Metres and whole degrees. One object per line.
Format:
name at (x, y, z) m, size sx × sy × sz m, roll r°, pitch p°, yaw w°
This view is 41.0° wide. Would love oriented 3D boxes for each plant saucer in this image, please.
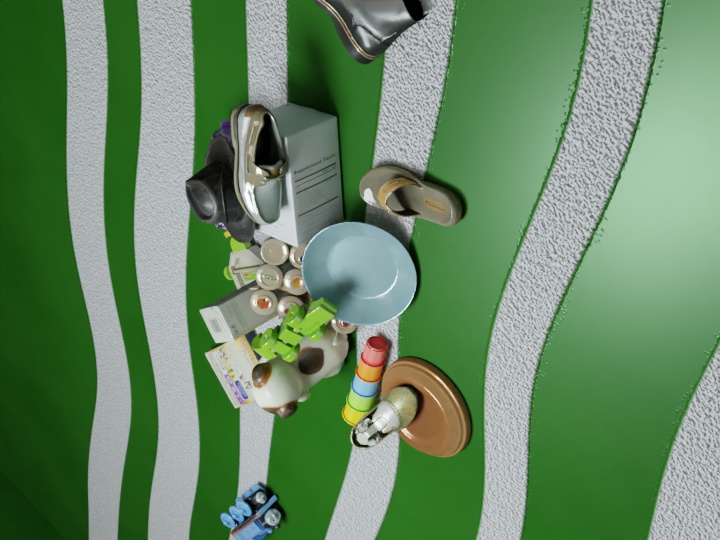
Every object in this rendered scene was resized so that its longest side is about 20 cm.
plant saucer at (0.000, 0.000, 1.645) m, size 0.200 × 0.039 × 0.202 m, roll 6°, pitch 119°, yaw 10°
plant saucer at (0.109, 0.253, 1.735) m, size 0.200 × 0.037 × 0.201 m, roll 26°, pitch 131°, yaw 34°

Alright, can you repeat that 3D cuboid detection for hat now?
hat at (-0.257, -0.133, 1.681) m, size 0.201 × 0.081 × 0.201 m, roll 43°, pitch 141°, yaw 47°

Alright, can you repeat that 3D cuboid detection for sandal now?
sandal at (0.070, -0.113, 1.523) m, size 0.200 × 0.054 × 0.081 m, roll 23°, pitch 129°, yaw 37°

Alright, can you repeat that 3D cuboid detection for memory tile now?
memory tile at (-0.088, 0.027, 1.698) m, size 0.199 × 0.017 × 0.154 m, roll 13°, pitch 110°, yaw -5°

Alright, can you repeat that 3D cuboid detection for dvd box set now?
dvd box set at (-0.257, 0.218, 2.113) m, size 0.200 × 0.029 × 0.147 m, roll -29°, pitch 91°, yaw 53°

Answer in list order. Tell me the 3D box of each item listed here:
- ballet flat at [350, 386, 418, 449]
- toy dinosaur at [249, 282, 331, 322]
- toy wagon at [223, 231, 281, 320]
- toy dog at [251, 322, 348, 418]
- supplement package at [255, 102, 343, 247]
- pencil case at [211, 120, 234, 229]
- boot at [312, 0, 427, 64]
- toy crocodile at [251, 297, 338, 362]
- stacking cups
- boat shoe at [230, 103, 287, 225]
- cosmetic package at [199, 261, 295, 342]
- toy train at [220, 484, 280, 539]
ballet flat at (0.038, 0.275, 1.745) m, size 0.071 × 0.071 × 0.200 m, roll 52°, pitch 141°, yaw 9°
toy dinosaur at (-0.085, 0.044, 1.732) m, size 0.200 × 0.106 × 0.060 m, roll 32°, pitch -174°, yaw -25°
toy wagon at (-0.212, 0.006, 1.921) m, size 0.155 × 0.040 × 0.201 m, roll -8°, pitch 108°, yaw 49°
toy dog at (-0.118, 0.190, 1.799) m, size 0.194 × 0.200 × 0.140 m, roll -9°, pitch 116°, yaw 51°
supplement package at (-0.115, -0.165, 1.637) m, size 0.121 × 0.120 × 0.201 m, roll 23°, pitch 129°, yaw 38°
pencil case at (-0.234, -0.171, 1.800) m, size 0.086 × 0.084 × 0.201 m, roll -109°, pitch 18°, yaw -53°
boot at (0.003, -0.416, 1.393) m, size 0.138 × 0.077 × 0.200 m, roll -23°, pitch 109°, yaw 47°
toy crocodile at (-0.117, 0.102, 1.691) m, size 0.067 × 0.062 × 0.200 m, roll 31°, pitch 129°, yaw -27°
stacking cups at (0.016, 0.206, 1.796) m, size 0.060 × 0.060 × 0.200 m, roll 39°, pitch 134°, yaw 23°
boat shoe at (-0.157, -0.163, 1.528) m, size 0.068 × 0.075 × 0.201 m, roll 15°, pitch 123°, yaw 47°
cosmetic package at (-0.185, 0.055, 1.783) m, size 0.103 × 0.200 × 0.073 m, roll -12°, pitch 105°, yaw 62°
toy train at (-0.257, 0.593, 2.324) m, size 0.114 × 0.087 × 0.200 m, roll 46°, pitch 139°, yaw 1°
